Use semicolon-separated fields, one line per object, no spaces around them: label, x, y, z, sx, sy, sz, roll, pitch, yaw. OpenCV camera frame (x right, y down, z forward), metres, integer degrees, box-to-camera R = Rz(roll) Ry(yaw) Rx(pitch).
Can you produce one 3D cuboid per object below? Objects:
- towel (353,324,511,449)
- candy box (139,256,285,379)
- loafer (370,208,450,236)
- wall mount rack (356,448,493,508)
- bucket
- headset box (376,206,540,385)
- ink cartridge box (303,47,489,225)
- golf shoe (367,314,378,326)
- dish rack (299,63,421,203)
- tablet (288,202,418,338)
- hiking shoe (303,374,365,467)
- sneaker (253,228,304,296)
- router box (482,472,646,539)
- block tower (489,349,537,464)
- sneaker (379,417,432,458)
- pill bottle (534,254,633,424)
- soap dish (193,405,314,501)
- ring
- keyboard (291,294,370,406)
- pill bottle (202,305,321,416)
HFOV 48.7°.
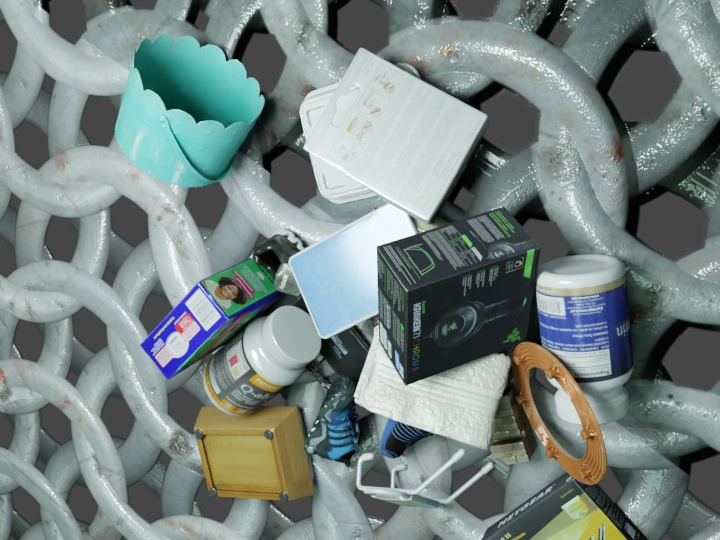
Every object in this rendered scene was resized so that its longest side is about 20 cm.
towel;0.098;0.152;1.091;0.198;0.035;0.134;15;76;16
candy box;-0.215;0.063;1.229;0.077;0.200;0.169;50;120;3
loafer;0.089;-0.054;1.115;0.198;0.076;0.069;4;101;21
wall mount rack;0.096;0.310;1.183;0.172;0.200;0.076;-5;68;29
bucket;-0.255;-0.231;1.169;0.207;0.207;0.135;43;128;9
headset box;0.128;0.032;1.028;0.093;0.198;0.176;-123;23;-43
ink cartridge box;0.049;-0.179;1.069;0.199;0.057;0.164;30;88;14
golf shoe;0.056;0.067;1.176;0.091;0.073;0.202;-8;109;11
dish rack;0.005;-0.189;1.138;0.198;0.043;0.174;-10;100;29
tablet;0.000;0.000;1.116;0.199;0.014;0.131;-27;83;22
hiking shoe;-0.025;0.234;1.248;0.086;0.075;0.201;24;140;2
sneaker;-0.085;0.013;1.198;0.199;0.090;0.067;36;127;22
router box;0.296;0.401;1.157;0.157;0.052;0.200;47;119;7
block tower;0.194;0.174;1.140;0.053;0.058;0.202;-15;96;28
sneaker;0.082;0.226;1.182;0.077;0.070;0.201;25;137;13
pill bottle;0.292;0.089;1.033;0.114;0.116;0.203;-2;105;27
soap dish;-0.185;0.312;1.354;0.198;0.081;0.159;-5;102;26
ring;0.252;0.188;1.041;0.019;0.200;0.202;-23;94;-13
keyboard;-0.046;0.130;1.269;0.127;0.021;0.201;-42;83;28
pill bottle;-0.155;0.142;1.255;0.200;0.116;0.117;-38;86;40
